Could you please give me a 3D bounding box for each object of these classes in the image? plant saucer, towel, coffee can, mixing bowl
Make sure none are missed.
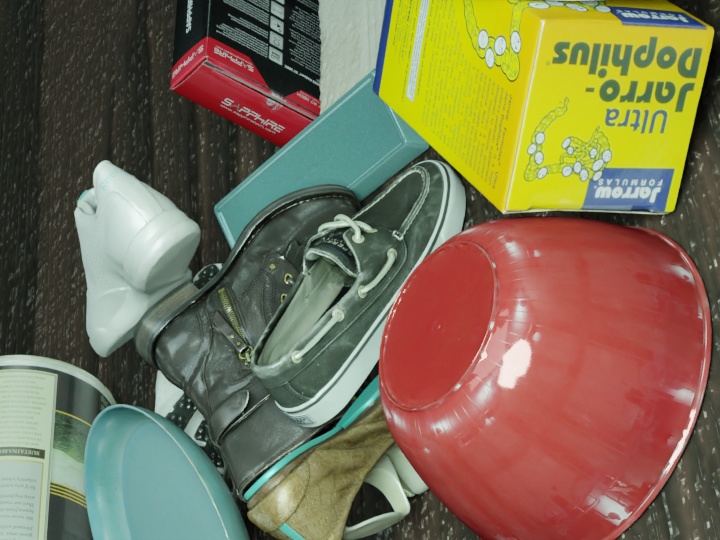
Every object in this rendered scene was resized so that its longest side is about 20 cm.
[{"bbox_3d":[-0.033,-0.066,1.355,0.200,0.019,0.070,-37,72,37],"label":"plant saucer"},{"bbox_3d":[-0.118,0.179,1.240,0.200,0.027,0.202,32,131,45],"label":"plant saucer"},{"bbox_3d":[0.018,-0.190,1.383,0.132,0.034,0.202,-37,41,40],"label":"towel"},{"bbox_3d":[-0.253,0.185,1.415,0.146,0.146,0.201,-40,39,35],"label":"coffee can"},{"bbox_3d":[0.080,0.049,1.041,0.200,0.108,0.202,-36,42,40],"label":"mixing bowl"}]

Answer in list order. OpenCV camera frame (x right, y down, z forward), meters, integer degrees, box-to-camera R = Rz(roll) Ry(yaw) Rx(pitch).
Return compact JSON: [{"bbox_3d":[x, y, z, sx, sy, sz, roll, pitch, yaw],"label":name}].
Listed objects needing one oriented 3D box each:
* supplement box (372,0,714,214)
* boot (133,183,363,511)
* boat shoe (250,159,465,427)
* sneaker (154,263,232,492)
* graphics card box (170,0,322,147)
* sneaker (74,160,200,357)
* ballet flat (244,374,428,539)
[{"bbox_3d":[0.097,-0.119,1.103,0.200,0.108,0.111,-131,46,-57],"label":"supplement box"},{"bbox_3d":[-0.040,0.051,1.263,0.200,0.069,0.174,-40,50,-8],"label":"boot"},{"bbox_3d":[0.000,0.000,1.201,0.070,0.064,0.201,1,51,45],"label":"boat shoe"},{"bbox_3d":[-0.111,0.098,1.352,0.080,0.073,0.202,-46,28,53],"label":"sneaker"},{"bbox_3d":[-0.075,-0.193,1.437,0.051,0.125,0.202,-35,42,39],"label":"graphics card box"},{"bbox_3d":[-0.162,-0.013,1.305,0.075,0.089,0.200,-39,-9,-28],"label":"sneaker"},{"bbox_3d":[0.007,0.110,1.120,0.068,0.072,0.200,-44,-3,33],"label":"ballet flat"}]
